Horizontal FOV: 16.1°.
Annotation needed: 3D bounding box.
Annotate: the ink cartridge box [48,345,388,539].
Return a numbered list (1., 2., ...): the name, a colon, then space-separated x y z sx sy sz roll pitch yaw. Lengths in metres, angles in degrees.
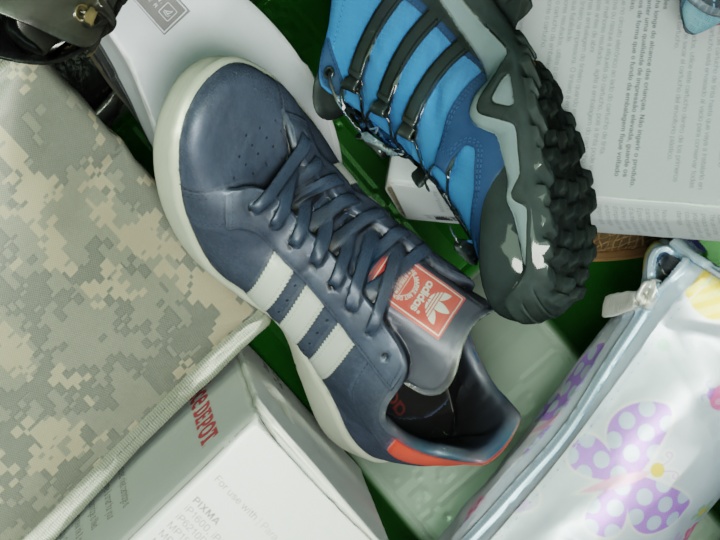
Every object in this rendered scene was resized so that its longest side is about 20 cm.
1. ink cartridge box: -0.089 0.133 0.975 0.200 0.148 0.086 -42 102 2

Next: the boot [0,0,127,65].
1. boot: -0.061 -0.124 0.897 0.198 0.078 0.139 9 67 5

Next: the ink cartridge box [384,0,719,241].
1. ink cartridge box: 0.122 -0.109 0.978 0.198 0.041 0.201 5 70 17

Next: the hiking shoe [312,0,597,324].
1. hiking shoe: 0.029 -0.058 0.928 0.086 0.074 0.201 -22 55 14

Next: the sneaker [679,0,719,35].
1. sneaker: 0.145 -0.133 0.927 0.198 0.079 0.096 11 120 1

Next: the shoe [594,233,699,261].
1. shoe: 0.142 -0.057 1.017 0.198 0.054 0.070 -17 127 10

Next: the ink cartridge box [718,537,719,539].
1. ink cartridge box: 0.238 0.132 0.954 0.199 0.145 0.085 28 92 5

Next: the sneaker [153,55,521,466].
1. sneaker: 0.000 0.000 0.939 0.084 0.200 0.075 12 59 43

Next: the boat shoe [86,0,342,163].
1. boat shoe: -0.074 -0.094 0.986 0.068 0.057 0.201 -35 103 -3

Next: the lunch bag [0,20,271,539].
1. lunch bag: -0.164 0.022 0.966 0.200 0.117 0.164 -45 119 -7

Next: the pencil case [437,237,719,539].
1. pencil case: 0.094 0.084 0.993 0.083 0.091 0.201 38 94 33

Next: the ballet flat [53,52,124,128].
1. ballet flat: -0.110 -0.100 1.032 0.066 0.057 0.200 42 92 5
